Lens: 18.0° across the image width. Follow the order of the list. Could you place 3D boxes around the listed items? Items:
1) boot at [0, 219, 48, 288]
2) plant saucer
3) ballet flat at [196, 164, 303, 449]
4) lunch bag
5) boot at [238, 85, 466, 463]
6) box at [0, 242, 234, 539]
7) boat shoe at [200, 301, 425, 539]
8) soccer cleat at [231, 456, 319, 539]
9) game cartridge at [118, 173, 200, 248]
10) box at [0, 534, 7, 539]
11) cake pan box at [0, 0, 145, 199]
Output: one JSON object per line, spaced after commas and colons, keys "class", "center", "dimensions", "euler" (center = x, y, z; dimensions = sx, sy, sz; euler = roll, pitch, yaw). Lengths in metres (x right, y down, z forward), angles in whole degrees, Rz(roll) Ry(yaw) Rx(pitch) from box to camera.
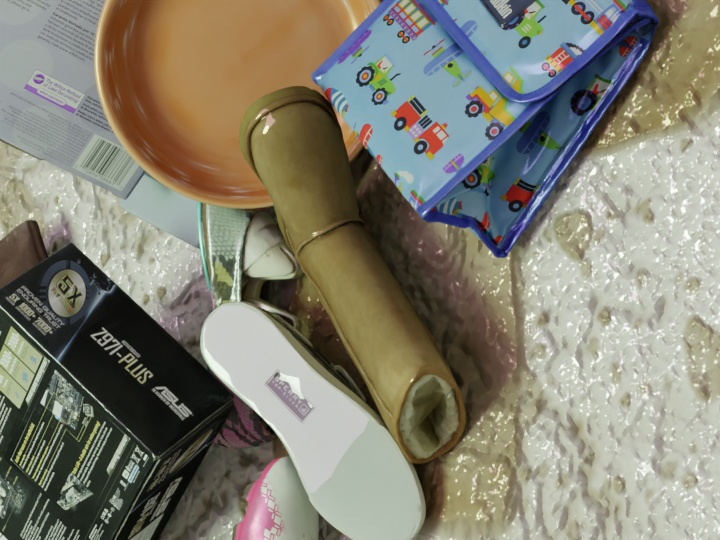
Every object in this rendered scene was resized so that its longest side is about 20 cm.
{"class": "boot", "center": [-0.239, 0.036, 1.736], "dimensions": [0.200, 0.072, 0.167], "euler": [-35, 64, 43]}
{"class": "plant saucer", "center": [-0.079, -0.143, 1.535], "dimensions": [0.037, 0.200, 0.201], "euler": [-112, 37, -80]}
{"class": "ballet flat", "center": [-0.073, 0.024, 1.577], "dimensions": [0.071, 0.069, 0.201], "euler": [0, 90, 25]}
{"class": "lunch bag", "center": [0.091, -0.137, 1.418], "dimensions": [0.200, 0.094, 0.151], "euler": [-50, 50, 15]}
{"class": "boot", "center": [0.000, 0.000, 1.448], "dimensions": [0.066, 0.175, 0.200], "euler": [-27, 55, -3]}
{"class": "box", "center": [-0.199, 0.111, 1.589], "dimensions": [0.164, 0.086, 0.200], "euler": [42, 136, 12]}
{"class": "boat shoe", "center": [-0.022, 0.097, 1.501], "dimensions": [0.071, 0.064, 0.200], "euler": [-43, 77, 14]}
{"class": "soccer cleat", "center": [-0.043, 0.227, 1.516], "dimensions": [0.086, 0.070, 0.201], "euler": [14, 98, 32]}
{"class": "game cartridge", "center": [-0.108, -0.122, 1.650], "dimensions": [0.133, 0.041, 0.201], "euler": [25, 103, 41]}
{"class": "box", "center": [-0.247, 0.258, 1.724], "dimensions": [0.200, 0.060, 0.117], "euler": [-44, 55, 33]}
{"class": "cake pan box", "center": [-0.193, -0.165, 1.574], "dimensions": [0.184, 0.200, 0.052], "euler": [-55, 27, 20]}
